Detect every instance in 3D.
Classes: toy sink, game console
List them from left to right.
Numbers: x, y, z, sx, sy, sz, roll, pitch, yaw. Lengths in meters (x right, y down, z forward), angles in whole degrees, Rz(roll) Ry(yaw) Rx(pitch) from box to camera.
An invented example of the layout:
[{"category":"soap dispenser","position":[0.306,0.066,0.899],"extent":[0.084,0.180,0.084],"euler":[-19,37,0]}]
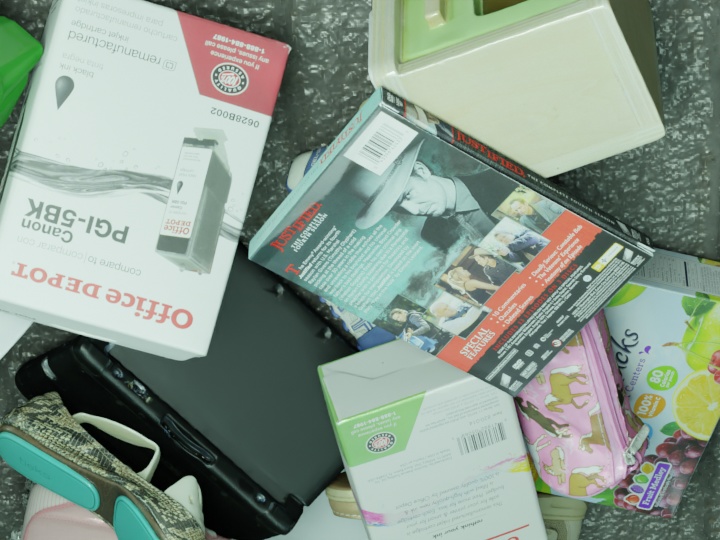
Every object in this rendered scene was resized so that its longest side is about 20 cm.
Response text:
[{"category":"game console","position":[-0.108,0.083,1.729],"extent":[0.200,0.116,0.176],"euler":[43,148,-15]},{"category":"toy sink","position":[0.069,-0.128,1.503],"extent":[0.200,0.130,0.112],"euler":[-18,127,17]}]

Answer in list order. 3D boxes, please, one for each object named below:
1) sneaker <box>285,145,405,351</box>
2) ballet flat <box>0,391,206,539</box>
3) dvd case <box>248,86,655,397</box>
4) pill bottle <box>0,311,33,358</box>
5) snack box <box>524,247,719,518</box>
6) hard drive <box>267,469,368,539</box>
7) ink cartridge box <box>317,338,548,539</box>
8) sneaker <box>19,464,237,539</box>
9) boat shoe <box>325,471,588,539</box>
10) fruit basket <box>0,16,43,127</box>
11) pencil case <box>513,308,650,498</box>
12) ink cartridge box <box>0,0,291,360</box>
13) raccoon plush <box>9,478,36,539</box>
[{"category":"sneaker","position":[0.000,0.000,1.656],"extent":[0.088,0.075,0.200],"euler":[-1,121,12]},{"category":"ballet flat","position":[-0.154,0.146,1.669],"extent":[0.200,0.075,0.068],"euler":[38,146,20]},{"category":"dvd case","position":[0.054,-0.013,1.501],"extent":[0.200,0.022,0.146],"euler":[27,126,-21]},{"category":"pill bottle","position":[-0.297,-0.020,1.578],"extent":[0.200,0.114,0.114],"euler":[43,120,-10]},{"category":"snack box","position":[0.178,0.073,1.716],"extent":[0.142,0.053,0.200],"euler":[13,128,-6]},{"category":"hard drive","position":[-0.034,0.155,1.807],"extent":[0.132,0.026,0.200],"euler":[-30,123,24]},{"category":"ink cartridge box","position":[0.053,0.138,1.659],"extent":[0.117,0.067,0.200],"euler":[-18,126,-4]},{"category":"sneaker","position":[-0.138,0.182,1.726],"extent":[0.200,0.105,0.075],"euler":[4,147,-9]},{"category":"boat shoe","position":[0.068,0.178,1.763],"extent":[0.200,0.071,0.065],"euler":[7,97,-21]},{"category":"fruit basket","position":[-0.316,-0.109,1.449],"extent":[0.215,0.216,0.156],"euler":[22,127,-16]},{"category":"pencil case","position":[0.130,0.050,1.615],"extent":[0.086,0.083,0.200],"euler":[-8,124,18]},{"category":"ink cartridge box","position":[-0.140,-0.058,1.522],"extent":[0.147,0.083,0.200],"euler":[15,84,-12]},{"category":"raccoon plush","position":[-0.182,0.214,1.778],"extent":[0.200,0.134,0.097],"euler":[7,132,4]}]
